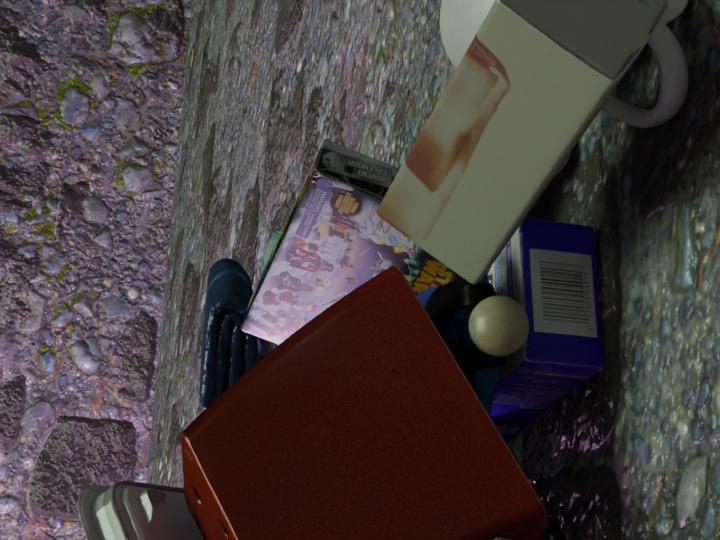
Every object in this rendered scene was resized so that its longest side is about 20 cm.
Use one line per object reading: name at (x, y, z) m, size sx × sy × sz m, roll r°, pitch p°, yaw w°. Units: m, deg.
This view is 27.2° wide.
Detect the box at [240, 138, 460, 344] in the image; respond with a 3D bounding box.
box at (0.000, 0.000, 1.155) m, size 0.200 × 0.136 × 0.040 m, roll 118°, pitch 170°, yaw -46°

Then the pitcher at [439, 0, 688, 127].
pitcher at (0.142, -0.166, 1.012) m, size 0.200 × 0.121 × 0.172 m, roll -20°, pitch 78°, yaw 61°

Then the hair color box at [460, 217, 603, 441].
hair color box at (0.108, 0.052, 1.102) m, size 0.200 × 0.065 × 0.110 m, roll 124°, pitch 149°, yaw -62°

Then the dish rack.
dish rack at (-0.102, 0.224, 1.069) m, size 0.044 × 0.200 × 0.172 m, roll -39°, pitch 59°, yaw 19°

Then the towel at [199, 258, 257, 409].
towel at (-0.120, 0.057, 1.365) m, size 0.200 × 0.048 × 0.112 m, roll -116°, pitch 31°, yaw -78°

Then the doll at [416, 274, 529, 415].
doll at (0.068, 0.050, 1.040) m, size 0.200 × 0.048 × 0.137 m, roll 153°, pitch 114°, yaw -69°

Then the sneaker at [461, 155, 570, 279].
sneaker at (0.105, -0.037, 1.173) m, size 0.200 × 0.112 × 0.071 m, roll -28°, pitch 38°, yaw 33°

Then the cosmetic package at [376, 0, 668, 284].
cosmetic package at (0.097, -0.099, 0.937) m, size 0.103 × 0.087 × 0.200 m, roll -50°, pitch -6°, yaw -44°

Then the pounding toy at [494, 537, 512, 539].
pounding toy at (0.123, 0.296, 0.840) m, size 0.200 × 0.142 × 0.185 m, roll -89°, pitch 13°, yaw -64°

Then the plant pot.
plant pot at (-0.015, 0.152, 1.003) m, size 0.200 × 0.176 × 0.200 m, roll 60°, pitch 162°, yaw 22°

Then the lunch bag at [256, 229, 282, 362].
lunch bag at (-0.057, 0.064, 1.358) m, size 0.160 × 0.077 × 0.201 m, roll -155°, pitch 71°, yaw -77°

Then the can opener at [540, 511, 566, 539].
can opener at (0.102, 0.177, 1.098) m, size 0.063 × 0.079 × 0.200 m, roll -46°, pitch 16°, yaw -9°
